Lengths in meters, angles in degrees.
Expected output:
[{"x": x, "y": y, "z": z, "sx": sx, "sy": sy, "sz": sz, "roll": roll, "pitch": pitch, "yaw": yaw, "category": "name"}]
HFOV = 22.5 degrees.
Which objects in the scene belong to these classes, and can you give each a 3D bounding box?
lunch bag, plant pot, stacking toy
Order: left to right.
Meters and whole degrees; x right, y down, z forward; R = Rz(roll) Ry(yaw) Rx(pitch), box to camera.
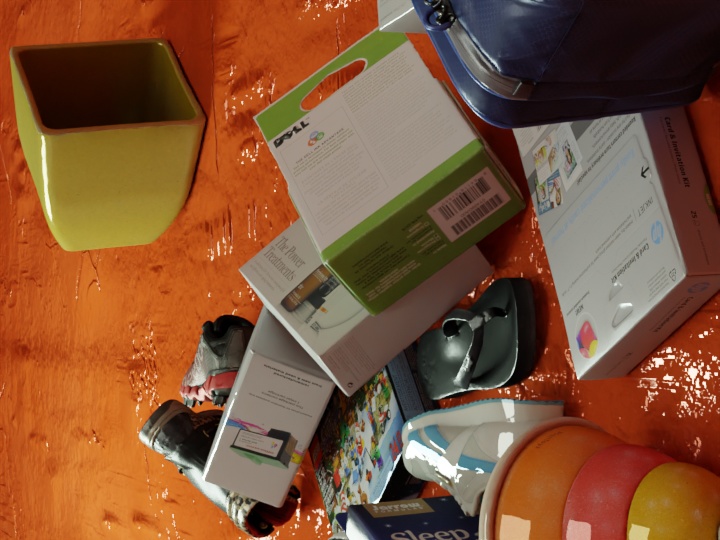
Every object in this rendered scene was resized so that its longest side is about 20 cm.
[{"x": -0.306, "y": -0.138, "z": 2.149, "sx": 0.196, "sy": 0.193, "sz": 0.201, "roll": -118, "pitch": 29, "yaw": -47, "category": "plant pot"}, {"x": 0.127, "y": -0.164, "z": 1.072, "sx": 0.133, "sy": 0.199, "sz": 0.136, "roll": 112, "pitch": 143, "yaw": -49, "category": "lunch bag"}, {"x": 0.181, "y": 0.161, "z": 1.090, "sx": 0.200, "sy": 0.146, "sz": 0.147, "roll": -6, "pitch": 85, "yaw": 52, "category": "stacking toy"}]

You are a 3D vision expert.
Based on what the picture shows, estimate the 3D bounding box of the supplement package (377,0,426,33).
[{"x": 0.077, "y": -0.280, "z": 1.298, "sx": 0.109, "sy": 0.113, "sz": 0.201, "roll": 161, "pitch": 107, "yaw": -66, "category": "supplement package"}]

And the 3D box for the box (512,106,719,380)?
[{"x": 0.167, "y": -0.051, "z": 1.190, "sx": 0.156, "sy": 0.041, "sz": 0.201, "roll": 125, "pitch": 139, "yaw": -56, "category": "box"}]

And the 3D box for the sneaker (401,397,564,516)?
[{"x": 0.085, "y": 0.145, "z": 1.349, "sx": 0.200, "sy": 0.076, "sz": 0.081, "roll": 152, "pitch": 120, "yaw": -65, "category": "sneaker"}]

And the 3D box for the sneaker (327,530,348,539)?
[{"x": -0.004, "y": 0.273, "z": 1.512, "sx": 0.200, "sy": 0.086, "sz": 0.081, "roll": -5, "pitch": 109, "yaw": 61, "category": "sneaker"}]

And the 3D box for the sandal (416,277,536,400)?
[{"x": 0.082, "y": 0.062, "z": 1.396, "sx": 0.200, "sy": 0.043, "sz": 0.077, "roll": 137, "pitch": 128, "yaw": -61, "category": "sandal"}]

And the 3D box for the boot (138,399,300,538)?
[{"x": -0.126, "y": 0.205, "z": 1.837, "sx": 0.150, "sy": 0.200, "sz": 0.073, "roll": 38, "pitch": 88, "yaw": 24, "category": "boot"}]

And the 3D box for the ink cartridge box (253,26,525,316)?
[{"x": 0.018, "y": -0.086, "z": 1.402, "sx": 0.076, "sy": 0.148, "sz": 0.200, "roll": 48, "pitch": -171, "yaw": -41, "category": "ink cartridge box"}]

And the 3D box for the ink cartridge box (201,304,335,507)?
[{"x": -0.068, "y": 0.096, "z": 1.641, "sx": 0.200, "sy": 0.084, "sz": 0.145, "roll": 113, "pitch": 176, "yaw": -46, "category": "ink cartridge box"}]

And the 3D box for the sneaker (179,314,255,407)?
[{"x": -0.143, "y": 0.098, "z": 1.911, "sx": 0.200, "sy": 0.070, "sz": 0.099, "roll": 158, "pitch": 116, "yaw": -70, "category": "sneaker"}]

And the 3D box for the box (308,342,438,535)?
[{"x": 0.011, "y": 0.150, "z": 1.581, "sx": 0.200, "sy": 0.037, "sz": 0.137, "roll": 112, "pitch": 148, "yaw": -44, "category": "box"}]

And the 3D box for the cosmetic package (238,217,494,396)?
[{"x": 0.000, "y": 0.000, "z": 1.465, "sx": 0.052, "sy": 0.151, "sz": 0.200, "roll": 54, "pitch": 173, "yaw": -29, "category": "cosmetic package"}]

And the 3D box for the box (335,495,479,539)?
[{"x": 0.068, "y": 0.210, "z": 1.338, "sx": 0.200, "sy": 0.120, "sz": 0.033, "roll": -138, "pitch": 50, "yaw": -60, "category": "box"}]
